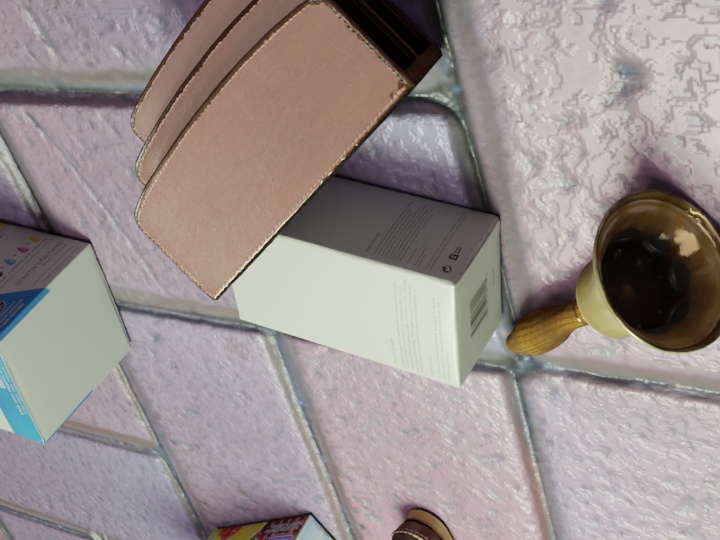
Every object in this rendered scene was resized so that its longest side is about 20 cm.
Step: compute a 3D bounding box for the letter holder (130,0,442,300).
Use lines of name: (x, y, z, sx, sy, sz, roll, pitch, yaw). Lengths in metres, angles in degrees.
letter holder: (-0.070, -0.109, 0.720, 0.142, 0.101, 0.200, 43, 116, -5)

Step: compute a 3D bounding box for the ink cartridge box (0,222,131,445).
ink cartridge box: (-0.367, 0.052, 1.126, 0.198, 0.148, 0.146, 12, 135, 27)

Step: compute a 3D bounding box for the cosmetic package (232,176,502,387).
cosmetic package: (0.000, 0.000, 0.845, 0.198, 0.085, 0.108, 18, 137, 24)

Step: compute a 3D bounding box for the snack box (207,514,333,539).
snack box: (-0.134, 0.365, 1.244, 0.068, 0.169, 0.199, 48, 141, -16)

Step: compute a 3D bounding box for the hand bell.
hand bell: (0.155, 0.029, 0.774, 0.104, 0.104, 0.200, 40, 153, -4)

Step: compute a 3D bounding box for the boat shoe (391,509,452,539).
boat shoe: (0.080, 0.333, 1.130, 0.070, 0.071, 0.201, -8, 125, 40)
